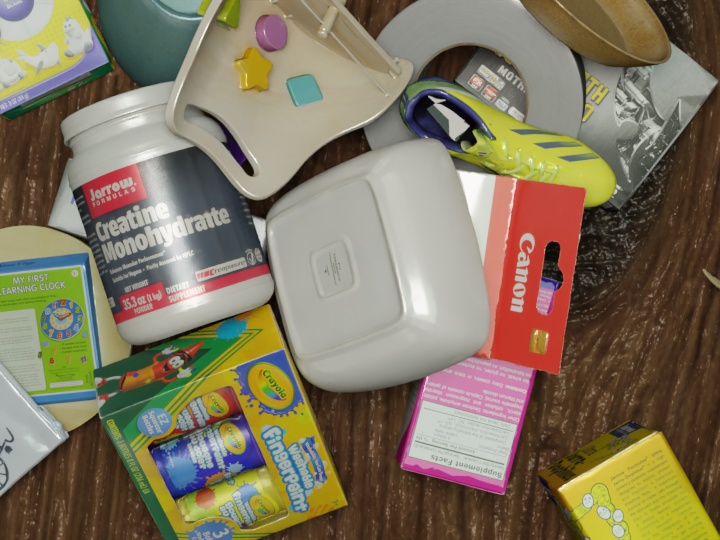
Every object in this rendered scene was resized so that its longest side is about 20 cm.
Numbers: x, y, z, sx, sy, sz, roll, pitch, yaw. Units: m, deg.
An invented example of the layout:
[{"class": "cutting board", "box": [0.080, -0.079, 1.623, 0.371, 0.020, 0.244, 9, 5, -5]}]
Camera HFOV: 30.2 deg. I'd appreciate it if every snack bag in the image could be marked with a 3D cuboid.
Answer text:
[{"class": "snack bag", "box": [-0.398, 0.144, 1.237, 0.200, 0.021, 0.189, -42, 89, 9]}]

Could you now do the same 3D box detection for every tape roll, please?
[{"class": "tape roll", "box": [0.102, -0.158, 1.207, 0.200, 0.066, 0.201, 4, 108, 11]}]

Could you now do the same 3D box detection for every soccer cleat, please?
[{"class": "soccer cleat", "box": [0.123, -0.102, 1.140, 0.200, 0.084, 0.065, 27, 110, 3]}]

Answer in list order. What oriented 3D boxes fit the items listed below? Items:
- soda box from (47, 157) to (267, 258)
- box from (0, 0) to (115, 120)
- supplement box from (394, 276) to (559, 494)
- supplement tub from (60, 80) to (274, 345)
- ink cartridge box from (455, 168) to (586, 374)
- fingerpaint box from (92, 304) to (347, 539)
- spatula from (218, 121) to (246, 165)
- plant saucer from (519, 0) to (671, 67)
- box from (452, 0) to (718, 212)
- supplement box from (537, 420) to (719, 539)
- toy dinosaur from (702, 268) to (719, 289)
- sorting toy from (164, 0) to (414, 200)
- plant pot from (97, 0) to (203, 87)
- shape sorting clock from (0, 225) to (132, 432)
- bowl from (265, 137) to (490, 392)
[{"class": "soda box", "box": [-0.182, -0.042, 1.242, 0.200, 0.063, 0.068, 18, 89, -2]}, {"class": "box", "box": [-0.326, -0.257, 1.250, 0.117, 0.048, 0.200, -27, 88, -3]}, {"class": "supplement box", "box": [0.104, 0.094, 1.232, 0.103, 0.101, 0.200, 16, 89, -1]}, {"class": "supplement tub", "box": [-0.166, -0.048, 1.140, 0.140, 0.140, 0.200, -19, 90, -2]}, {"class": "ink cartridge box", "box": [0.085, -0.006, 1.137, 0.200, 0.050, 0.161, 12, 97, 41]}, {"class": "fingerpaint box", "box": [-0.121, 0.151, 1.186, 0.167, 0.073, 0.200, -20, 126, -3]}, {"class": "spatula", "box": [-0.084, -0.144, 1.267, 0.200, 0.021, 0.057, -35, 65, -6]}, {"class": "plant saucer", "box": [0.186, -0.242, 1.169, 0.200, 0.200, 0.035, 43, 121, -1]}, {"class": "box", "box": [0.211, -0.177, 1.267, 0.200, 0.048, 0.158, 39, 88, -1]}, {"class": "supplement box", "box": [0.265, 0.254, 1.231, 0.109, 0.109, 0.200, -29, 90, -3]}, {"class": "toy dinosaur", "box": [0.422, 0.026, 1.278, 0.200, 0.058, 0.101, -11, 74, -10]}, {"class": "sorting toy", "box": [-0.081, -0.162, 1.103, 0.200, 0.107, 0.180, 43, 67, -38]}, {"class": "plant pot", "box": [-0.147, -0.257, 1.212, 0.200, 0.135, 0.200, 0, 89, -3]}, {"class": "shape sorting clock", "box": [-0.310, 0.058, 1.247, 0.200, 0.039, 0.200, 1, 96, 6]}, {"class": "bowl", "box": [0.000, 0.000, 1.133, 0.200, 0.075, 0.200, -21, 78, 38]}]
